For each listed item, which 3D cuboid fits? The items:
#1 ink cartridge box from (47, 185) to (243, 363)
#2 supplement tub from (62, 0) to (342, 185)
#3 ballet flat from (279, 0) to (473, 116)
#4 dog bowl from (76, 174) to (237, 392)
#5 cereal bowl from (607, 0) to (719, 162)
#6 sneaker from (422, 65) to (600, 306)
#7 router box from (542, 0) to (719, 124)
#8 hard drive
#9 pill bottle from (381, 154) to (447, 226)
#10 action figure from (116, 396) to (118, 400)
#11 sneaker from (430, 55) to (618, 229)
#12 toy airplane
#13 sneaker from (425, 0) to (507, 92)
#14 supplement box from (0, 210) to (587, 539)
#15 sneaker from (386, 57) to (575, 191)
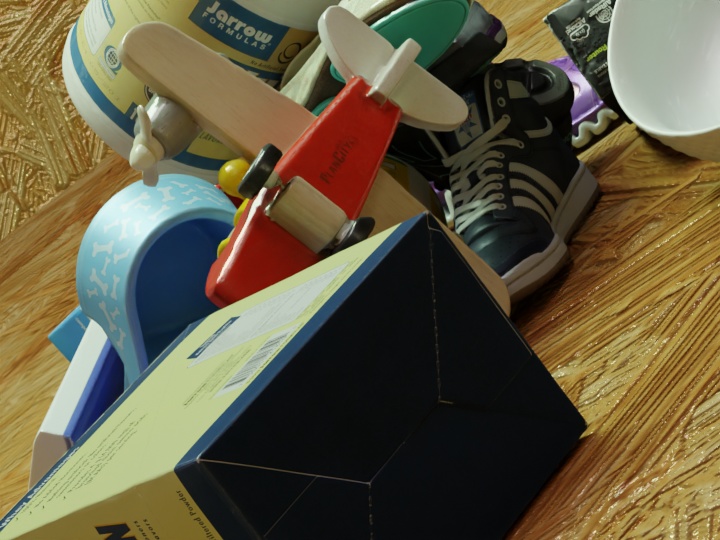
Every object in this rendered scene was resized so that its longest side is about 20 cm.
[{"bbox_3d":[-0.103,-0.006,1.946,0.200,0.067,0.116,-38,6,36],"label":"ink cartridge box"},{"bbox_3d":[-0.081,-0.167,1.801,0.200,0.144,0.145,-53,0,34],"label":"supplement tub"},{"bbox_3d":[-0.007,-0.125,1.711,0.200,0.067,0.063,-45,48,39],"label":"ballet flat"},{"bbox_3d":[-0.093,0.046,1.687,0.111,0.201,0.049,-20,21,-25],"label":"dog bowl"},{"bbox_3d":[0.233,-0.143,1.594,0.200,0.083,0.201,-35,39,35],"label":"cereal bowl"},{"bbox_3d":[0.075,-0.048,1.723,0.070,0.109,0.200,-31,11,26],"label":"sneaker"},{"bbox_3d":[0.197,-0.162,1.780,0.150,0.062,0.200,-36,-8,8],"label":"router box"},{"bbox_3d":[-0.175,0.108,1.843,0.200,0.025,0.133,-73,-7,-62],"label":"hard drive"},{"bbox_3d":[0.000,0.000,1.761,0.112,0.113,0.200,-36,11,8],"label":"pill bottle"},{"bbox_3d":[-0.121,0.104,1.794,0.065,0.052,0.201,-2,59,59],"label":"action figure"},{"bbox_3d":[0.101,-0.110,1.963,0.200,0.089,0.081,-32,10,21],"label":"sneaker"},{"bbox_3d":[-0.028,-0.046,1.609,0.198,0.201,0.141,0,-36,-37],"label":"toy airplane"},{"bbox_3d":[0.033,-0.156,1.784,0.074,0.088,0.200,-38,11,4],"label":"sneaker"},{"bbox_3d":[-0.040,0.105,1.387,0.199,0.135,0.200,-25,16,48],"label":"supplement box"},{"bbox_3d":[0.039,-0.082,1.878,0.198,0.080,0.076,-1,42,10],"label":"sneaker"}]
